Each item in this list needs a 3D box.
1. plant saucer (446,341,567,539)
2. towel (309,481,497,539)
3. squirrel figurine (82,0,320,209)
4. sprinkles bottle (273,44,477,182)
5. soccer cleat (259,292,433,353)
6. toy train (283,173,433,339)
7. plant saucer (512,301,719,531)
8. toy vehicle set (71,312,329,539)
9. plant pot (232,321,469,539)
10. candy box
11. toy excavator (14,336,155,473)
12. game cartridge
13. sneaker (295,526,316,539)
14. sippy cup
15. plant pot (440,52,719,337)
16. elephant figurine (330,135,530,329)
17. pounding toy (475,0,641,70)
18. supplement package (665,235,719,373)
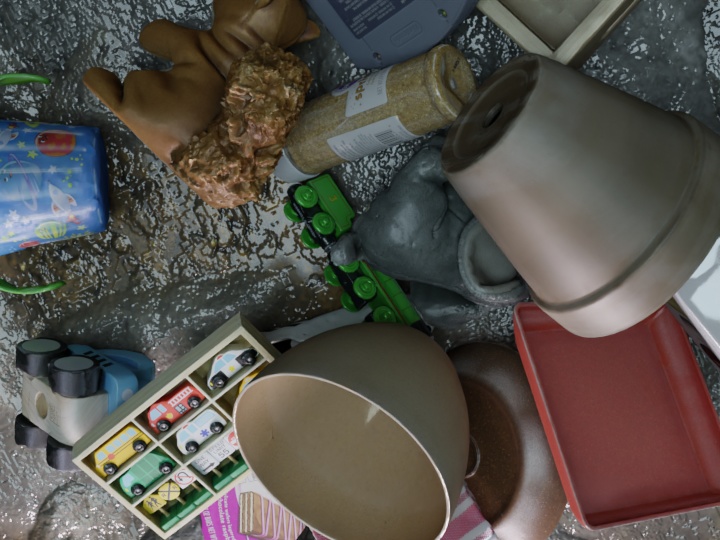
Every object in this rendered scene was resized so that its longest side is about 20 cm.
[{"bbox_3d":[0.102,0.165,1.176,0.200,0.037,0.201,-1,88,45],"label":"plant saucer"},{"bbox_3d":[0.013,0.192,1.161,0.146,0.030,0.200,-31,61,2],"label":"towel"},{"bbox_3d":[-0.105,-0.160,1.117,0.187,0.142,0.200,-46,51,-3],"label":"squirrel figurine"},{"bbox_3d":[0.005,-0.133,1.122,0.200,0.068,0.068,-16,102,37],"label":"sprinkles bottle"},{"bbox_3d":[-0.027,0.071,1.204,0.199,0.085,0.069,-13,101,9],"label":"soccer cleat"},{"bbox_3d":[0.000,0.000,1.177,0.200,0.056,0.042,57,144,10],"label":"toy train"},{"bbox_3d":[0.227,0.122,1.129,0.037,0.200,0.200,-39,60,48],"label":"plant saucer"},{"bbox_3d":[-0.143,0.142,1.163,0.200,0.027,0.124,-38,117,10],"label":"toy vehicle set"},{"bbox_3d":[0.012,0.121,1.091,0.200,0.135,0.201,19,135,20],"label":"plant pot"},{"bbox_3d":[-0.054,0.227,1.255,0.199,0.061,0.137,-13,103,8],"label":"candy box"},{"bbox_3d":[-0.204,0.122,1.232,0.194,0.200,0.100,20,112,46],"label":"toy excavator"},{"bbox_3d":[0.022,-0.241,1.084,0.041,0.200,0.133,-38,99,-26],"label":"game cartridge"},{"bbox_3d":[0.028,0.293,1.193,0.200,0.078,0.090,17,137,15],"label":"sneaker"},{"bbox_3d":[-0.298,-0.079,1.181,0.130,0.140,0.178,-3,129,-4],"label":"sippy cup"},{"bbox_3d":[0.165,-0.076,1.027,0.173,0.200,0.200,35,104,-19],"label":"plant pot"},{"bbox_3d":[0.101,-0.013,1.143,0.200,0.142,0.155,42,101,-3],"label":"elephant figurine"},{"bbox_3d":[0.193,-0.276,1.092,0.184,0.142,0.200,44,104,6],"label":"pounding toy"},{"bbox_3d":[0.347,0.018,1.090,0.147,0.200,0.191,-38,97,7],"label":"supplement package"}]
